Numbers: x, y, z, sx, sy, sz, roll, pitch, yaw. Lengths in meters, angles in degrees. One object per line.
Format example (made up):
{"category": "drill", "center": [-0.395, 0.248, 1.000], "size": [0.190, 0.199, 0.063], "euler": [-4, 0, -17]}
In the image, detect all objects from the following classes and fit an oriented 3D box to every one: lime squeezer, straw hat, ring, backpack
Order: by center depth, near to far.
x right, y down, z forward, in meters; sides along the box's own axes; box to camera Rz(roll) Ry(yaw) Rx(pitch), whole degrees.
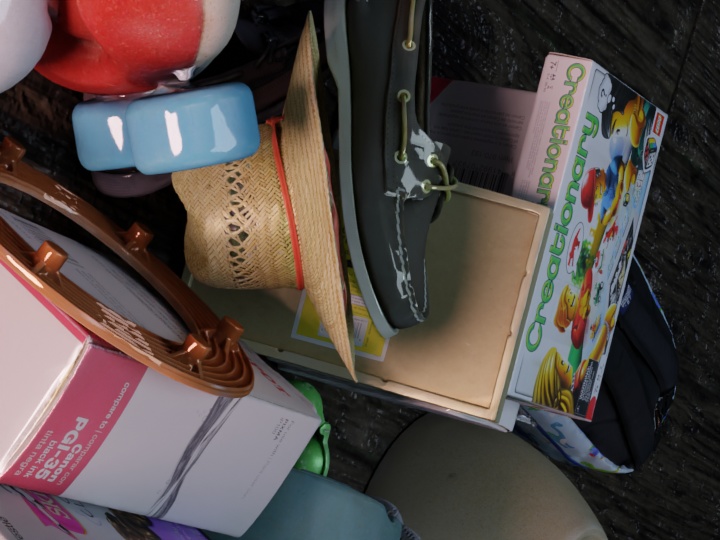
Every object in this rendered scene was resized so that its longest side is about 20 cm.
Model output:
{"category": "ring", "center": [-0.127, -0.009, 0.946], "size": [0.019, 0.200, 0.200], "euler": [-52, 147, 8]}
{"category": "straw hat", "center": [-0.054, -0.033, 1.023], "size": [0.201, 0.084, 0.203], "euler": [-8, 90, -89]}
{"category": "lime squeezer", "center": [-0.046, 0.115, 1.240], "size": [0.071, 0.037, 0.201], "euler": [-49, 138, -36]}
{"category": "backpack", "center": [0.158, 0.060, 1.449], "size": [0.200, 0.153, 0.164], "euler": [41, 59, -30]}

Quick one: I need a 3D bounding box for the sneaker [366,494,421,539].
{"category": "sneaker", "center": [0.022, 0.234, 1.253], "size": [0.074, 0.200, 0.116], "euler": [-13, 115, -13]}

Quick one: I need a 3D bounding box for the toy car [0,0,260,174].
{"category": "toy car", "center": [-0.169, -0.129, 0.915], "size": [0.198, 0.177, 0.186], "euler": [-12, 99, -23]}

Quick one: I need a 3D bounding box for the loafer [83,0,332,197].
{"category": "loafer", "center": [-0.077, -0.112, 1.096], "size": [0.200, 0.071, 0.063], "euler": [-40, 127, -39]}

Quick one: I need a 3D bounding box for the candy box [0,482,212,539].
{"category": "candy box", "center": [-0.162, 0.128, 0.945], "size": [0.072, 0.167, 0.200], "euler": [-56, 147, 6]}

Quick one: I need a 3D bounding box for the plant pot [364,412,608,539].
{"category": "plant pot", "center": [0.099, 0.210, 1.398], "size": [0.200, 0.133, 0.202], "euler": [-23, 119, -52]}

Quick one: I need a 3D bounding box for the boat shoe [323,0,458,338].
{"category": "boat shoe", "center": [0.020, -0.065, 1.085], "size": [0.072, 0.060, 0.204], "euler": [49, 34, -71]}

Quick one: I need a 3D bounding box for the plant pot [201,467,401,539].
{"category": "plant pot", "center": [-0.070, 0.218, 1.117], "size": [0.200, 0.198, 0.198], "euler": [41, 58, -53]}

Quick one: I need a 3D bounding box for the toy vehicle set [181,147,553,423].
{"category": "toy vehicle set", "center": [0.000, 0.000, 1.131], "size": [0.027, 0.198, 0.125], "euler": [36, 70, -79]}

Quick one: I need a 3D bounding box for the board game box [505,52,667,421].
{"category": "board game box", "center": [0.126, -0.017, 1.191], "size": [0.126, 0.034, 0.202], "euler": [20, 84, -58]}

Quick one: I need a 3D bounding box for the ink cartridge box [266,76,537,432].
{"category": "ink cartridge box", "center": [0.044, -0.013, 1.234], "size": [0.083, 0.144, 0.202], "euler": [28, 77, -59]}

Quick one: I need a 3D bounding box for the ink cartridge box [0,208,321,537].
{"category": "ink cartridge box", "center": [-0.133, 0.049, 0.979], "size": [0.083, 0.146, 0.200], "euler": [-55, 146, 6]}
